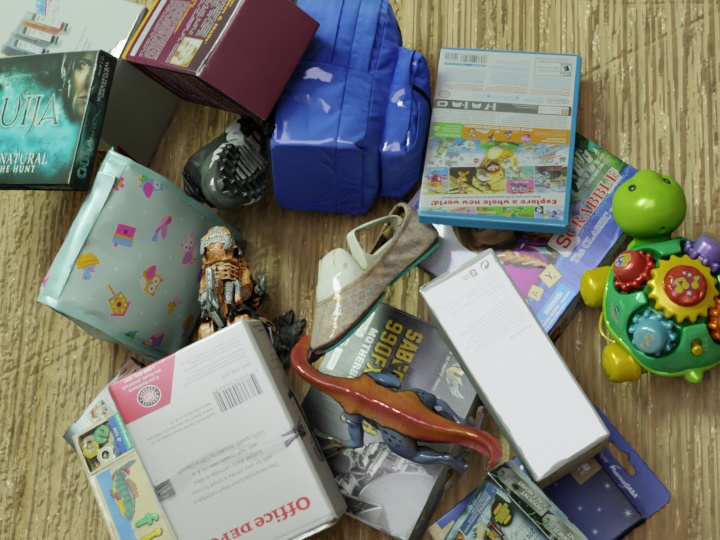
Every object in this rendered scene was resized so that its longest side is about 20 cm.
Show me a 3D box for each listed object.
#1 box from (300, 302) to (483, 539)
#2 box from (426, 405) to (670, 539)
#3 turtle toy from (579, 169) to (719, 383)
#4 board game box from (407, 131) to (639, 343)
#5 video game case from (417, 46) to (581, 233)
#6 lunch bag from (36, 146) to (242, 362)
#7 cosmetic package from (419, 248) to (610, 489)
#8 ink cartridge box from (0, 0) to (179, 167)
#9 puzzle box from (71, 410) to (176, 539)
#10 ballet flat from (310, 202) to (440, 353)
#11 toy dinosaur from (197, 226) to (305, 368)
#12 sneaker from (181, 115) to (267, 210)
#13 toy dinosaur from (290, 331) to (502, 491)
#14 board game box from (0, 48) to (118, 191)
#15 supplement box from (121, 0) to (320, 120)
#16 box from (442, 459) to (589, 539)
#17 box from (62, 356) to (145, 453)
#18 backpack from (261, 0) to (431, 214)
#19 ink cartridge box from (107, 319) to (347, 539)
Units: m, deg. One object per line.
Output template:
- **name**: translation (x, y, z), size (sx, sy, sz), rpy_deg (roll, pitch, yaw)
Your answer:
- **box**: translation (0.025, 0.143, 1.399), size (0.158, 0.048, 0.201), rpy_deg (24, 81, 21)
- **box**: translation (0.175, 0.226, 1.340), size (0.200, 0.032, 0.121), rpy_deg (-40, 67, 1)
- **turtle toy**: translation (0.280, 0.007, 1.321), size (0.145, 0.101, 0.201), rpy_deg (-12, 70, -6)
- **board game box**: translation (0.158, -0.053, 1.424), size (0.199, 0.041, 0.200), rpy_deg (35, 85, 22)
- **video game case**: translation (0.138, -0.130, 1.407), size (0.142, 0.018, 0.201), rpy_deg (5, 61, 8)
- **lunch bag**: translation (-0.233, -0.013, 1.435), size (0.122, 0.200, 0.171), rpy_deg (22, 81, 28)
- **cosmetic package**: translation (0.140, 0.092, 1.303), size (0.081, 0.113, 0.200), rpy_deg (-30, 73, 0)
- **ink cartridge box**: translation (-0.313, -0.219, 1.554), size (0.199, 0.145, 0.145), rpy_deg (21, 81, 21)
- **puzzle box**: translation (-0.189, 0.219, 1.411), size (0.133, 0.025, 0.201), rpy_deg (-29, 68, 5)
- **ballet flat**: translation (0.000, 0.000, 1.350), size (0.068, 0.200, 0.067), rpy_deg (-27, 103, 45)
- **toy dinosaur**: translation (-0.128, 0.063, 1.420), size (0.102, 0.136, 0.201), rpy_deg (9, 76, 17)
- **sneaker**: translation (-0.143, -0.092, 1.465), size (0.090, 0.200, 0.067), rpy_deg (-36, 106, 16)
- **toy dinosaur**: translation (0.026, 0.111, 1.309), size (0.181, 0.200, 0.105), rpy_deg (32, 65, -10)
- **board game box**: translation (-0.328, -0.146, 1.414), size (0.199, 0.028, 0.136), rpy_deg (2, 77, 38)
- **supplement box**: translation (-0.139, -0.222, 1.399), size (0.111, 0.086, 0.200), rpy_deg (-60, 31, -5)
- **box**: translation (0.126, 0.282, 1.269), size (0.137, 0.040, 0.200), rpy_deg (45, 130, 23)
- **box**: translation (-0.197, 0.192, 1.455), size (0.200, 0.035, 0.110), rpy_deg (40, 87, 23)
- **backpack**: translation (-0.013, -0.174, 1.452), size (0.167, 0.163, 0.201), rpy_deg (5, 65, -4)
- **ink cartridge box**: translation (-0.119, 0.164, 1.321), size (0.145, 0.085, 0.201), rpy_deg (-25, 85, 6)
